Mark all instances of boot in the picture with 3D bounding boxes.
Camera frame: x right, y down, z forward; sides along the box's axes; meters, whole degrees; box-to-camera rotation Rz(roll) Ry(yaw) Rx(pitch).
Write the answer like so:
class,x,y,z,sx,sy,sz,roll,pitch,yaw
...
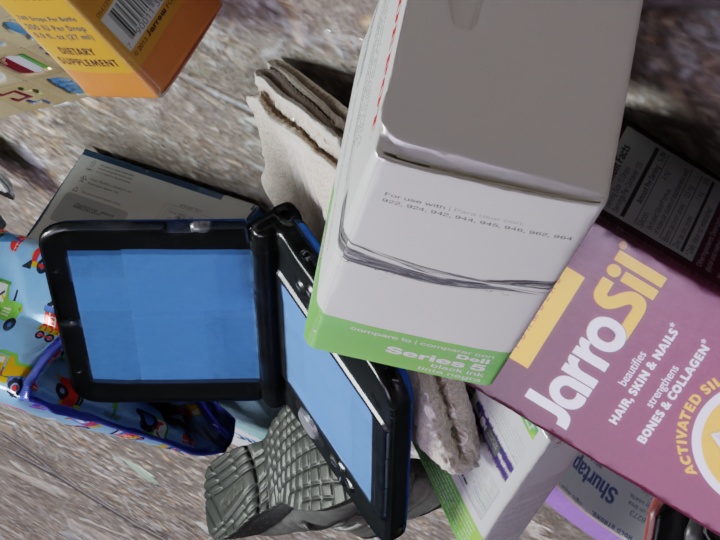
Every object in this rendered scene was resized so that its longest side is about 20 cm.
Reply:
class,x,y,z,sx,sy,sz,roll,pitch,yaw
boot,0.005,0.117,1.398,0.130,0.068,0.200,4,162,-32

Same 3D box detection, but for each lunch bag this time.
class,x,y,z,sx,sy,sz,roll,pitch,yaw
lunch bag,-0.174,0.056,1.409,0.150,0.094,0.200,16,164,36

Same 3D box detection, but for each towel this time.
class,x,y,z,sx,sy,sz,roll,pitch,yaw
towel,0.000,0.000,1.175,0.133,0.034,0.201,42,155,54

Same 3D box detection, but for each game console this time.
class,x,y,z,sx,sy,sz,roll,pitch,yaw
game console,-0.065,0.061,1.211,0.171,0.118,0.200,55,165,23

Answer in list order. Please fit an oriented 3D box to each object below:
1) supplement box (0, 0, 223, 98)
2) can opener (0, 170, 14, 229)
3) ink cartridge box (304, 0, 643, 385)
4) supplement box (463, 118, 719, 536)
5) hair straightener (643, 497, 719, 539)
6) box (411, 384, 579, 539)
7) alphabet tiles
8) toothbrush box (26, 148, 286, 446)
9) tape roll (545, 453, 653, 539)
class,x,y,z,sx,sy,sz,roll,pitch,yaw
supplement box,-0.155,-0.166,1.096,0.066,0.069,0.200,7,147,48
can opener,-0.309,-0.083,1.560,0.200,0.067,0.053,28,163,27
ink cartridge box,0.042,-0.060,0.887,0.084,0.146,0.200,13,159,-4
supplement box,0.153,0.036,1.018,0.200,0.086,0.111,31,125,2
hair straightener,0.179,0.105,1.129,0.077,0.041,0.201,27,120,36
box,0.057,0.052,1.214,0.145,0.036,0.200,64,161,17
alphabet tiles,-0.213,-0.120,1.257,0.199,0.006,0.166,-9,157,38
toothbrush box,-0.096,0.029,1.461,0.146,0.085,0.200,18,156,36
tape roll,0.172,0.105,1.263,0.200,0.066,0.200,29,160,11
